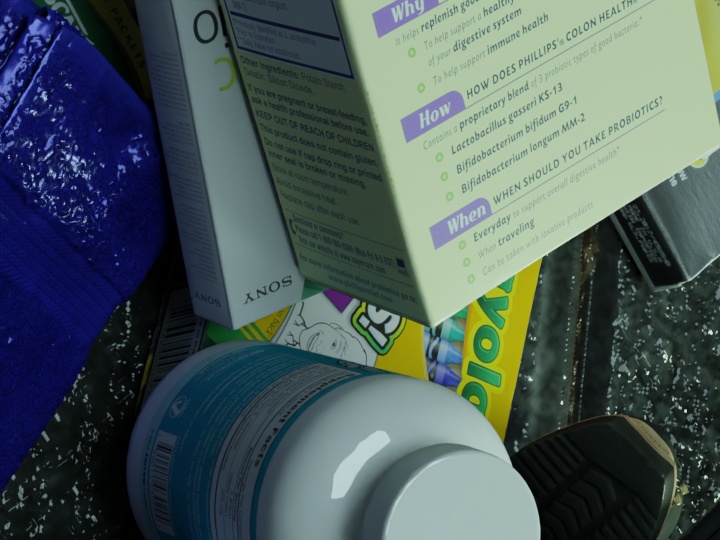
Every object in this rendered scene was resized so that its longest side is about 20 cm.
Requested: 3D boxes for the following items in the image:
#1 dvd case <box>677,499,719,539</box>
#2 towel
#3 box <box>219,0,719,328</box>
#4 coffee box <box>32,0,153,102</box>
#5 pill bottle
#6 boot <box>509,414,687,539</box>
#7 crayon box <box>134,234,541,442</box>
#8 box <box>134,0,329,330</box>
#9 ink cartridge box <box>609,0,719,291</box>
[{"bbox_3d":[0.093,0.181,1.011,0.018,0.200,0.142,46,37,10],"label":"dvd case"},{"bbox_3d":[-0.154,0.000,0.941,0.148,0.049,0.201,45,71,-42],"label":"towel"},{"bbox_3d":[0.042,-0.111,0.939,0.175,0.096,0.201,-31,120,-27],"label":"box"},{"bbox_3d":[-0.190,-0.085,0.972,0.200,0.044,0.124,-33,101,-32],"label":"coffee box"},{"bbox_3d":[-0.010,0.092,0.908,0.110,0.200,0.112,-3,97,-29],"label":"pill bottle"},{"bbox_3d":[0.122,0.105,1.070,0.138,0.200,0.078,-30,75,-37],"label":"boot"},{"bbox_3d":[0.000,0.000,1.074,0.172,0.058,0.201,22,71,-28],"label":"crayon box"},{"bbox_3d":[-0.023,-0.091,0.977,0.144,0.036,0.201,-24,117,-31],"label":"box"},{"bbox_3d":[0.182,-0.125,1.221,0.200,0.047,0.198,-38,103,-29],"label":"ink cartridge box"}]
